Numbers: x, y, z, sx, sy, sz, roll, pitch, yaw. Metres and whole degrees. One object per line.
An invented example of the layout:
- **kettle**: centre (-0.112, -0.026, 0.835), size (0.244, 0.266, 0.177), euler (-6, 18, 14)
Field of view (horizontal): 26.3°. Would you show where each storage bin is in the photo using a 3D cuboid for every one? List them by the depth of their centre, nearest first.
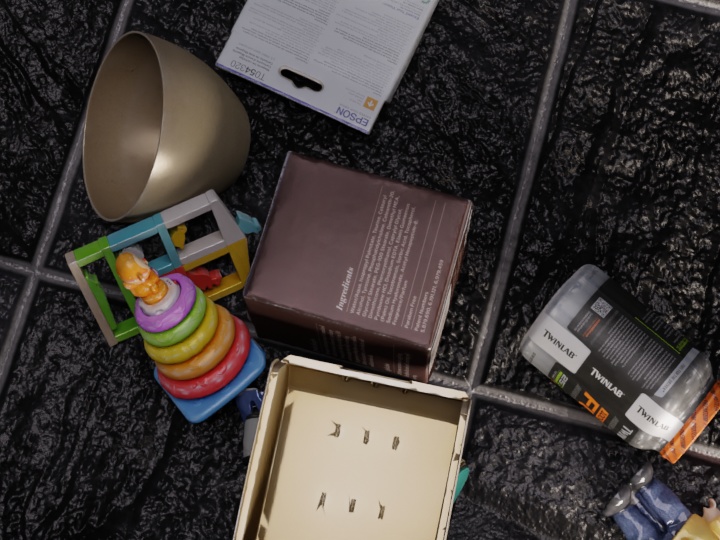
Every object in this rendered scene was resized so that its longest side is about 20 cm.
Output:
- **storage bin**: centre (-0.004, 0.198, 1.506), size (0.198, 0.094, 0.200), euler (11, 83, 6)

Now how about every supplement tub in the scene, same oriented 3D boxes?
- **supplement tub**: centre (0.274, 0.098, 1.590), size (0.200, 0.123, 0.123), euler (40, 78, 12)

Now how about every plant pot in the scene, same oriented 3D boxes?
- **plant pot**: centre (-0.197, -0.144, 1.653), size (0.134, 0.200, 0.202), euler (7, 70, -34)

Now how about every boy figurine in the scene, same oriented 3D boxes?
- **boy figurine**: centre (0.333, 0.294, 1.564), size (0.124, 0.065, 0.200), euler (-39, 74, -12)

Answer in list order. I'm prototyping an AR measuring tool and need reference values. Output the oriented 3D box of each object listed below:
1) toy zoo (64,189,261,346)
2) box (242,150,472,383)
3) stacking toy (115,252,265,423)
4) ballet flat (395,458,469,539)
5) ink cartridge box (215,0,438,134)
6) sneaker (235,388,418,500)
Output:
- **toy zoo**: centre (-0.197, -0.008, 1.630), size (0.199, 0.132, 0.021), euler (-23, 45, -6)
- **box**: centre (0.000, 0.000, 1.601), size (0.198, 0.166, 0.165), euler (16, 76, 5)
- **stacking toy**: centre (-0.191, 0.047, 1.569), size (0.110, 0.200, 0.116), euler (-39, 41, -8)
- **ballet flat**: centre (0.038, 0.269, 1.578), size (0.070, 0.071, 0.201), euler (29, 77, 9)
- **ink cartridge box**: centre (-0.035, -0.272, 1.746), size (0.195, 0.043, 0.201), euler (25, 78, 7)
- **sneaker**: centre (-0.037, 0.189, 1.599), size (0.198, 0.081, 0.116), euler (4, 78, 9)
